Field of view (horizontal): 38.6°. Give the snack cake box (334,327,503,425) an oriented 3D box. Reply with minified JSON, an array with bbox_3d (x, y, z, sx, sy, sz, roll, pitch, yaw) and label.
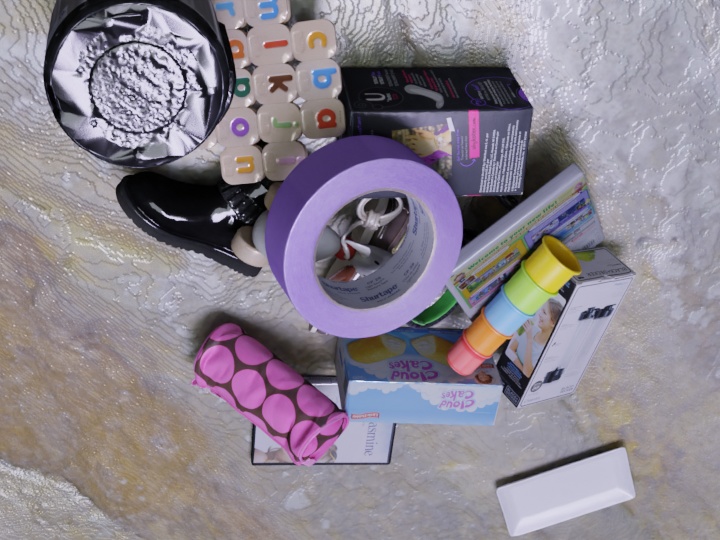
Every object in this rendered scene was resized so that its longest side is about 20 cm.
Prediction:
[{"bbox_3d":[0.071,0.134,1.314,0.197,0.116,0.068,3,122,-10],"label":"snack cake box"}]

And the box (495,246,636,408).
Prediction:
[{"bbox_3d":[0.255,0.072,1.305,0.115,0.060,0.202,-9,132,-36],"label":"box"}]

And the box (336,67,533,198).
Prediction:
[{"bbox_3d":[0.077,-0.154,1.135,0.197,0.123,0.107,-1,123,-7],"label":"box"}]

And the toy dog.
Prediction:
[{"bbox_3d":[-0.042,-0.018,1.133,0.197,0.097,0.133,3,129,-13],"label":"toy dog"}]

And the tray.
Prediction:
[{"bbox_3d":[0.302,0.323,1.519,0.197,0.022,0.108,-19,123,3],"label":"tray"}]

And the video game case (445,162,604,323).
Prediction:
[{"bbox_3d":[0.196,-0.022,1.228,0.199,0.022,0.182,-37,149,3],"label":"video game case"}]

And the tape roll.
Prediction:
[{"bbox_3d":[0.004,-0.033,1.060,0.197,0.066,0.203,-12,121,-20],"label":"tape roll"}]

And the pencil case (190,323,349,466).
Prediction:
[{"bbox_3d":[-0.114,0.156,1.264,0.094,0.199,0.091,-52,160,-10],"label":"pencil case"}]

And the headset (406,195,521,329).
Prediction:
[{"bbox_3d":[0.115,-0.014,1.223,0.123,0.094,0.202,9,112,-50],"label":"headset"}]

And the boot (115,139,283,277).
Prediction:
[{"bbox_3d":[-0.152,-0.096,1.160,0.209,0.080,0.158,24,122,-32],"label":"boot"}]

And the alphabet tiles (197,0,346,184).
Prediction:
[{"bbox_3d":[-0.112,-0.195,1.089,0.193,0.015,0.203,-4,100,16],"label":"alphabet tiles"}]

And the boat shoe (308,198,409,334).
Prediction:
[{"bbox_3d":[0.000,0.000,1.250,0.059,0.072,0.202,23,110,-17],"label":"boat shoe"}]

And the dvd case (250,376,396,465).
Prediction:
[{"bbox_3d":[-0.048,0.206,1.398,0.197,0.018,0.144,1,120,-10],"label":"dvd case"}]

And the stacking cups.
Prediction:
[{"bbox_3d":[0.174,0.045,1.231,0.060,0.061,0.200,30,120,-23],"label":"stacking cups"}]

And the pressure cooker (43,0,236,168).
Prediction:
[{"bbox_3d":[-0.218,-0.218,1.006,0.174,0.201,0.180,-20,124,-1],"label":"pressure cooker"}]
